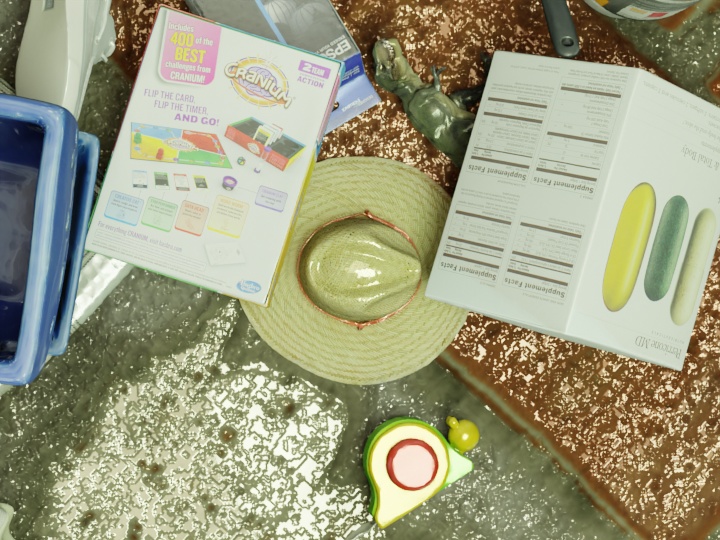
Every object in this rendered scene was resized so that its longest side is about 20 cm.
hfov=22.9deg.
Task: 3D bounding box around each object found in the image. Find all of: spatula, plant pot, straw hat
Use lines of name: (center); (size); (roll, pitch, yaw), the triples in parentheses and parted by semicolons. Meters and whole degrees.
spatula: (0.144, -0.228, 1.394); (0.056, 0.200, 0.021); (-3, 132, -5)
plant pot: (-0.299, -0.033, 1.290); (0.200, 0.180, 0.200); (9, 92, 5)
straw hat: (0.000, 0.000, 1.407); (0.201, 0.085, 0.201); (0, 90, -6)

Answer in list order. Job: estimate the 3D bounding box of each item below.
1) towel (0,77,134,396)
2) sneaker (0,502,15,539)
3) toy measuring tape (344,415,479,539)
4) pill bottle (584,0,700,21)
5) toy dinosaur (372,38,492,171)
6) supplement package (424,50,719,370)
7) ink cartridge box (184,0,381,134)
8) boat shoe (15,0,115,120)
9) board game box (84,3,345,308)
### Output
towel: (-0.290, -0.023, 1.403); (0.193, 0.035, 0.200); (45, 86, -4)
sneaker: (-0.261, 0.265, 1.384); (0.088, 0.081, 0.200); (-37, 94, -3)
toy measuring tape: (0.005, 0.172, 1.418); (0.200, 0.074, 0.074); (-32, 93, -5)
pill bottle: (0.228, -0.255, 1.373); (0.116, 0.200, 0.116); (0, 90, -6)
toy dinosaur: (0.091, -0.120, 1.440); (0.088, 0.047, 0.200); (-37, 98, -1)
supplement package: (0.175, -0.046, 1.365); (0.152, 0.151, 0.200); (17, 88, -43)
ink cartridge box: (-0.072, -0.199, 1.424); (0.099, 0.039, 0.200); (-33, 94, -6)
boat shoe: (-0.223, -0.195, 1.396); (0.068, 0.072, 0.200); (8, 80, -45)
board game box: (-0.113, -0.088, 1.378); (0.153, 0.040, 0.200); (18, 89, 2)
